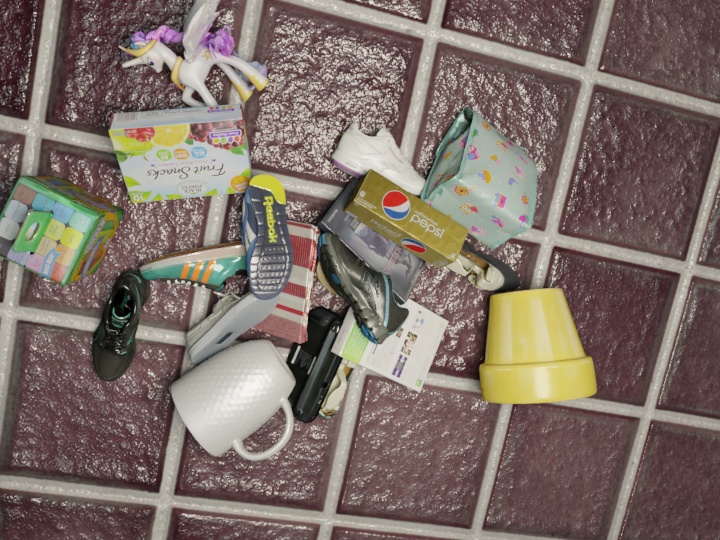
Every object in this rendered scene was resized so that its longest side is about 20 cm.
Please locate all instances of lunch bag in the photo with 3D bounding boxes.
[{"bbox_3d":[0.215,-0.168,1.020,0.170,0.122,0.200,31,57,-17],"label":"lunch bag"}]

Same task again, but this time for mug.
[{"bbox_3d":[-0.193,0.223,0.998,0.175,0.148,0.200,-34,68,-6],"label":"mug"}]

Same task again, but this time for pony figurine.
[{"bbox_3d":[-0.248,-0.342,0.928,0.200,0.167,0.193,37,103,-28],"label":"pony figurine"}]

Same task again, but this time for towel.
[{"bbox_3d":[-0.136,0.013,1.009,0.023,0.144,0.201,-2,102,-52],"label":"towel"}]

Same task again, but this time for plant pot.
[{"bbox_3d":[0.308,0.132,1.064,0.200,0.201,0.190,-5,83,-8],"label":"plant pot"}]

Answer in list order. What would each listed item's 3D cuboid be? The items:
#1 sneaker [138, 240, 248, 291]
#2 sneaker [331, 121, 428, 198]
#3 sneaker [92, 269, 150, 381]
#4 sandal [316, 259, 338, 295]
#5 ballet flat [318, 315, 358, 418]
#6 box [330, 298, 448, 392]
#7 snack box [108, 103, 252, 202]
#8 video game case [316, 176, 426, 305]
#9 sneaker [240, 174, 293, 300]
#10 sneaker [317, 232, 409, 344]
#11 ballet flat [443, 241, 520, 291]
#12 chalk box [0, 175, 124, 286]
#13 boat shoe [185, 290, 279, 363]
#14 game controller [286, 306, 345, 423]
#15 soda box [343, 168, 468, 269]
[{"bbox_3d":[-0.272,0.003,1.005,0.199,0.071,0.080,-10,102,-3],"label":"sneaker"},{"bbox_3d":[0.054,-0.189,1.024,0.199,0.075,0.100,23,94,-12],"label":"sneaker"},{"bbox_3d":[-0.414,0.097,0.994,0.075,0.079,0.201,14,98,-11],"label":"sneaker"},{"bbox_3d":[-0.001,0.006,1.055,0.211,0.070,0.078,5,98,-33],"label":"sandal"},{"bbox_3d":[-0.033,0.179,1.069,0.074,0.074,0.201,19,97,-11],"label":"ballet flat"},{"bbox_3d":[0.057,0.115,1.044,0.200,0.036,0.145,31,78,-34],"label":"box"},{"bbox_3d":[-0.282,-0.187,0.950,0.199,0.053,0.142,-7,137,-7],"label":"snack box"},{"bbox_3d":[0.030,-0.054,1.023,0.200,0.019,0.143,43,46,-12],"label":"video game case"},{"bbox_3d":[-0.157,-0.051,0.965,0.074,0.082,0.201,2,82,-27],"label":"sneaker"},{"bbox_3d":[0.002,0.019,0.956,0.082,0.073,0.200,-34,100,-18],"label":"sneaker"},{"bbox_3d":[0.205,-0.004,1.076,0.200,0.073,0.073,33,93,-11],"label":"ballet flat"},{"bbox_3d":[-0.464,-0.063,0.899,0.124,0.200,0.125,28,94,-12],"label":"chalk box"},{"bbox_3d":[-0.229,0.071,1.014,0.202,0.075,0.086,-41,62,19],"label":"boat shoe"},{"bbox_3d":[-0.086,0.167,1.052,0.042,0.104,0.201,20,96,-46],"label":"game controller"},{"bbox_3d":[0.077,-0.084,0.987,0.200,0.064,0.068,30,70,-11],"label":"soda box"}]
